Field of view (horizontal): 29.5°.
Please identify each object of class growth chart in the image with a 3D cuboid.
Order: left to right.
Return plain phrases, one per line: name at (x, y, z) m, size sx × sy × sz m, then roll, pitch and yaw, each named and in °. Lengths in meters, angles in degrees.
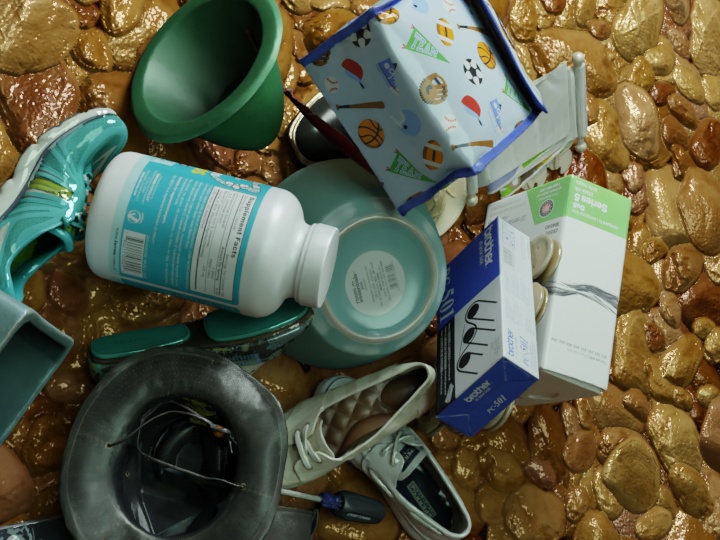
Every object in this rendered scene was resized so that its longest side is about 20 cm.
growth chart at (0.175, -0.143, 1.427) m, size 0.199 × 0.018 × 0.146 m, roll -28°, pitch 133°, yaw -34°

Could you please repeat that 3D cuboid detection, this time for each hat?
hat at (-0.153, 0.169, 1.130) m, size 0.199 × 0.081 × 0.202 m, roll 2°, pitch 69°, yaw -4°
hat at (-0.091, -0.137, 1.254) m, size 0.165 × 0.201 × 0.176 m, roll -37°, pitch 135°, yaw 10°

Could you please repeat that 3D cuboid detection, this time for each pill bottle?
pill bottle at (-0.122, -0.026, 1.149) m, size 0.198 × 0.111 × 0.112 m, roll 14°, pitch 71°, yaw 6°

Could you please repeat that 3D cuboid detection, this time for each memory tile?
memory tile at (0.121, 0.064, 1.312) m, size 0.017 × 0.153 × 0.201 m, roll 29°, pitch 70°, yaw -23°

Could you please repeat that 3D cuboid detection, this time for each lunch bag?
lunch bag at (0.074, -0.176, 1.205) m, size 0.171 × 0.123 × 0.200 m, roll 58°, pitch 42°, yaw -8°

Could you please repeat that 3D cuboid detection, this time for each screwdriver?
screwdriver at (-0.046, 0.203, 1.231) m, size 0.199 × 0.029 × 0.028 m, roll 25°, pitch 54°, yaw -47°

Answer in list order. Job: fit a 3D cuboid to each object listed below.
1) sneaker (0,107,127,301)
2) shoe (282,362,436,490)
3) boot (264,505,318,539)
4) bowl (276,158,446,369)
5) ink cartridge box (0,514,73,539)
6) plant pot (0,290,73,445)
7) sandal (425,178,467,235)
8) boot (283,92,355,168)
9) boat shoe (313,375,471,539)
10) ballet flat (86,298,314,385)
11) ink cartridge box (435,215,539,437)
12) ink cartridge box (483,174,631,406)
sneaker at (-0.256, -0.050, 1.145) m, size 0.079 × 0.078 × 0.200 m, roll 28°, pitch 69°, yaw 22°
shoe at (-0.018, 0.137, 1.239) m, size 0.199 × 0.053 × 0.070 m, roll -29°, pitch 80°, yaw -6°
boot at (-0.109, 0.286, 1.184) m, size 0.199 × 0.069 × 0.176 m, roll 7°, pitch 76°, yaw -49°
bowl at (0.000, 0.000, 1.250) m, size 0.199 × 0.105 × 0.203 m, roll -2°, pitch 97°, yaw -20°
ink cartridge box at (-0.250, 0.253, 1.126) m, size 0.199 × 0.039 × 0.100 m, roll -8°, pitch 85°, yaw -31°
plant pot at (-0.358, 0.063, 0.994) m, size 0.199 × 0.196 × 0.196 m, roll 36°, pitch 81°, yaw 3°
sandal at (0.047, -0.059, 1.344) m, size 0.211 × 0.069 × 0.078 m, roll -25°, pitch 94°, yaw -32°
boot at (0.034, -0.168, 1.316) m, size 0.199 × 0.138 × 0.078 m, roll -32°, pitch 97°, yaw -31°
boat shoe at (0.036, 0.176, 1.295) m, size 0.200 × 0.065 × 0.074 m, roll 48°, pitch 62°, yaw -14°
ballet flat at (-0.134, 0.073, 1.184) m, size 0.198 × 0.074 × 0.075 m, roll -10°, pitch 85°, yaw -2°
ink cartridge box at (0.114, 0.047, 1.252) m, size 0.044 × 0.094 × 0.201 m, roll 32°, pitch 34°, yaw -20°
ink cartridge box at (0.184, 0.024, 1.366) m, size 0.084 × 0.145 × 0.201 m, roll 20°, pitch 70°, yaw -26°
